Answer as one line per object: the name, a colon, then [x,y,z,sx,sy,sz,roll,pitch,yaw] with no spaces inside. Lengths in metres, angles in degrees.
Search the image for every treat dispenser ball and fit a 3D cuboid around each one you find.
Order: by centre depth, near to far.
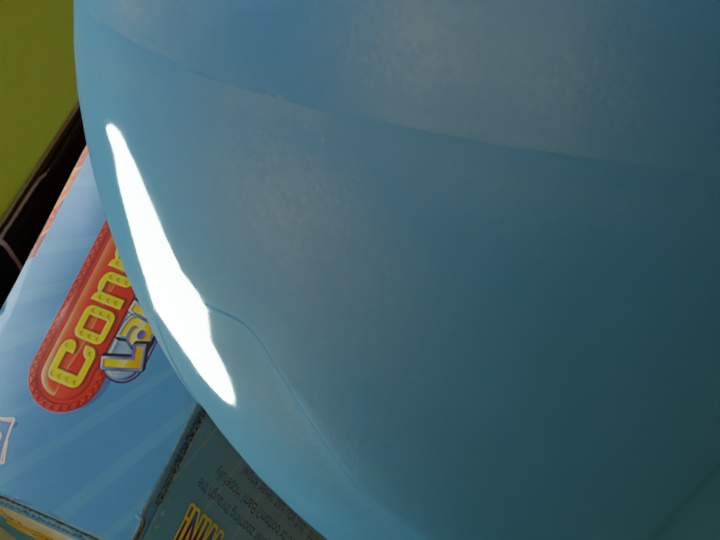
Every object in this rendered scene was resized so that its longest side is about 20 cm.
treat dispenser ball: [0.057,-0.039,0.430,0.202,0.200,0.201,-57,12,19]

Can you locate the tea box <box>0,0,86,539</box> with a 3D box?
tea box: [-0.094,0.002,0.735,0.197,0.133,0.200,-58,-28,-22]

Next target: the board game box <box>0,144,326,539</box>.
board game box: [0.000,0.000,0.697,0.197,0.056,0.200,-63,-25,-13]
